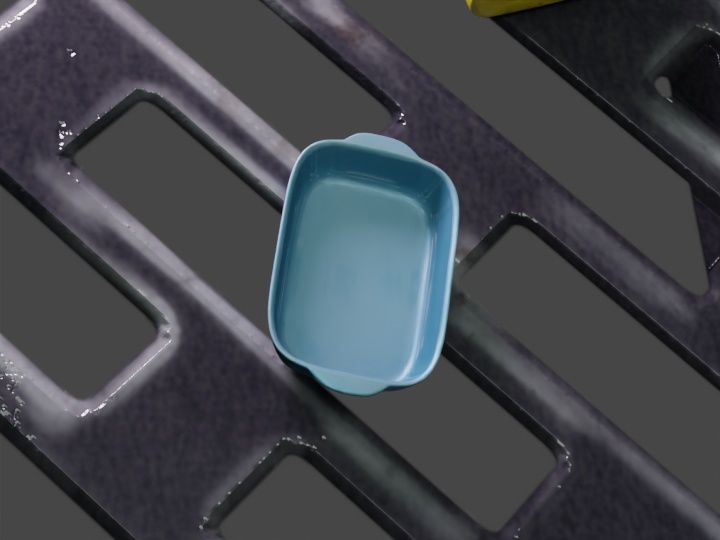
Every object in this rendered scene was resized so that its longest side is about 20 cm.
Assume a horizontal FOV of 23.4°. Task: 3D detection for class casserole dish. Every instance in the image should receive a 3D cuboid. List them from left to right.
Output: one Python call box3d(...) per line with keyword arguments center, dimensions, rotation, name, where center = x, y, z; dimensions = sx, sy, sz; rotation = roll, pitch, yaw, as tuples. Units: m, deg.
box3d(center=(0.000, 0.000, 1.171), dimensions=(0.121, 0.039, 0.200), rotation=(13, 61, -8), name="casserole dish")

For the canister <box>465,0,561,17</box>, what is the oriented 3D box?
box3d(center=(0.108, -0.303, 1.337), dimensions=(0.148, 0.087, 0.200), rotation=(-16, 69, -21), name="canister")
